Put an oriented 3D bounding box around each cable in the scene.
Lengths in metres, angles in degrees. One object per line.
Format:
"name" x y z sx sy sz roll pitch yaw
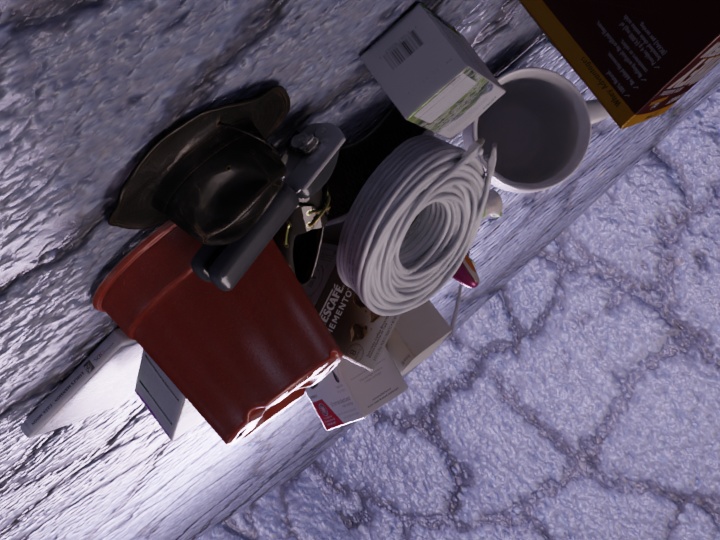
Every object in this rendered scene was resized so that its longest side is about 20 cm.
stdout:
"cable" 0.057 -0.049 1.522 0.199 0.069 0.202 -29 142 -35

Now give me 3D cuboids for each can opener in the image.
"can opener" -0.079 -0.061 1.313 0.201 0.052 0.067 -51 137 -20

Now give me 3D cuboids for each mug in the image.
"mug" 0.224 -0.178 1.742 0.197 0.150 0.175 -17 -178 -2

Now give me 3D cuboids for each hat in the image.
"hat" -0.123 -0.070 1.225 0.200 0.081 0.201 -37 171 -7

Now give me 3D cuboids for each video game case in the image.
"video game case" -0.285 0.118 1.641 0.182 0.023 0.200 -43 169 22

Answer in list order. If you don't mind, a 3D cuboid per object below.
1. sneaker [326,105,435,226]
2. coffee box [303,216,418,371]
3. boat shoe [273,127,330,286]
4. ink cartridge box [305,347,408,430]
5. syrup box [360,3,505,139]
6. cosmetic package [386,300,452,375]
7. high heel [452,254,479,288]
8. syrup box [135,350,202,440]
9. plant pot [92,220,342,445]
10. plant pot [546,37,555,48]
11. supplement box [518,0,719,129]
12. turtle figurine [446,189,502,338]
"sneaker" 0.014 -0.112 1.549 0.199 0.073 0.085 -39 168 -6
"coffee box" 0.000 0.000 1.630 0.080 0.112 0.202 22 -96 60
"boat shoe" -0.059 -0.063 1.446 0.072 0.060 0.202 -42 160 -36
"ink cartridge box" -0.040 0.102 1.886 0.083 0.202 0.145 -30 180 -26
"syrup box" 0.077 -0.195 1.389 0.079 0.082 0.200 -39 171 13
"cosmetic package" 0.026 0.037 1.885 0.073 0.201 0.104 -32 168 -25
"high heel" 0.058 -0.029 1.720 0.096 0.200 0.067 -46 163 9
"syrup box" -0.198 0.111 1.583 0.078 0.082 0.200 -34 167 -25
"plant pot" -0.131 0.053 1.390 0.200 0.196 0.201 -37 172 -6
"plant pot" 0.346 -0.323 1.657 0.200 0.141 0.141 -44 171 -11
"supplement box" 0.299 -0.291 1.422 0.200 0.198 0.132 -44 168 33
"turtle figurine" 0.108 -0.043 2.009 0.193 0.202 0.143 -38 -155 -28
